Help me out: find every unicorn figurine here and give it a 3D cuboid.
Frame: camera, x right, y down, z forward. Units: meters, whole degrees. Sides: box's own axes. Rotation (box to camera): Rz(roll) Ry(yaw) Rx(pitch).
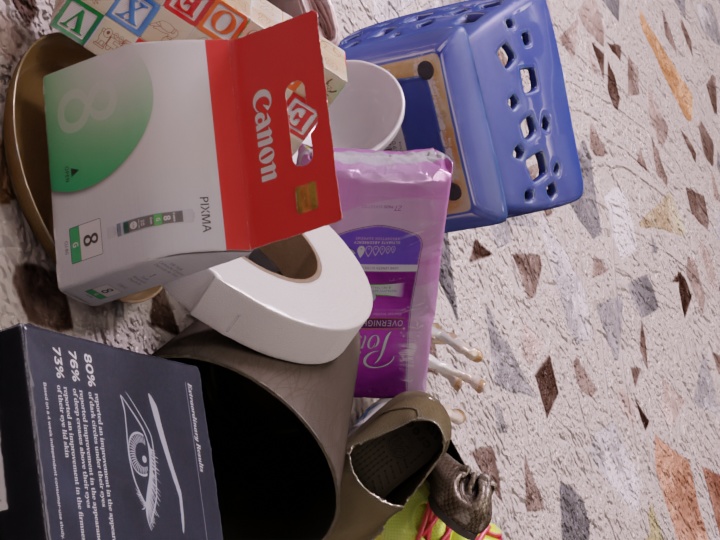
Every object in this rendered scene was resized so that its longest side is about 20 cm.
[{"bbox_3d":[0.042,0.070,1.799,0.137,0.074,0.200,30,-3,-10],"label":"unicorn figurine"}]

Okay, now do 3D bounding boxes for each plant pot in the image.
[{"bbox_3d":[0.063,-0.126,1.853,0.180,0.199,0.201,-27,106,-57],"label":"plant pot"},{"bbox_3d":[-0.195,-0.070,1.489,0.200,0.027,0.201,44,37,-45],"label":"plant pot"}]

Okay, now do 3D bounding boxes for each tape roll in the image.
[{"bbox_3d":[-0.082,-0.014,1.494,0.202,0.037,0.203,31,23,-15],"label":"tape roll"}]

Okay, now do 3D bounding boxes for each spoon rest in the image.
[{"bbox_3d":[-0.033,-0.087,1.693,0.201,0.099,0.061,-64,158,-17],"label":"spoon rest"}]

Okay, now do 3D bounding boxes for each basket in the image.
[{"bbox_3d":[-0.073,0.092,1.513,0.180,0.136,0.200,40,26,-5],"label":"basket"}]

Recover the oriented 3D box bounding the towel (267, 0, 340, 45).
[{"bbox_3d":[-0.071,-0.255,1.732,0.200,0.032,0.192,160,-86,-78],"label":"towel"}]

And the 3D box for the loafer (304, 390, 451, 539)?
[{"bbox_3d":[-0.009,0.166,1.550,0.076,0.200,0.067,42,-8,-3],"label":"loafer"}]

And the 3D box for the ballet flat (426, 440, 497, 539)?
[{"bbox_3d":[0.066,0.146,1.633,0.067,0.046,0.200,32,11,-20],"label":"ballet flat"}]

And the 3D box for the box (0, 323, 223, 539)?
[{"bbox_3d":[-0.182,0.128,1.293,0.200,0.104,0.149,23,54,-59],"label":"box"}]

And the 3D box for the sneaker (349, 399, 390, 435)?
[{"bbox_3d":[0.017,0.149,1.718,0.072,0.073,0.200,34,30,4],"label":"sneaker"}]

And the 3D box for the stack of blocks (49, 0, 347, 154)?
[{"bbox_3d":[-0.122,-0.155,1.501,0.199,0.115,0.059,32,22,-18],"label":"stack of blocks"}]

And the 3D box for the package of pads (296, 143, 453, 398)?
[{"bbox_3d":[0.000,0.000,1.640,0.076,0.120,0.201,-125,-140,-66],"label":"package of pads"}]

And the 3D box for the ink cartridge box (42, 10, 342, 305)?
[{"bbox_3d":[-0.116,-0.081,1.390,0.050,0.199,0.162,28,49,-56],"label":"ink cartridge box"}]

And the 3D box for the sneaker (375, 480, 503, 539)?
[{"bbox_3d":[0.072,0.212,1.647,0.200,0.090,0.079,39,62,-39],"label":"sneaker"}]
